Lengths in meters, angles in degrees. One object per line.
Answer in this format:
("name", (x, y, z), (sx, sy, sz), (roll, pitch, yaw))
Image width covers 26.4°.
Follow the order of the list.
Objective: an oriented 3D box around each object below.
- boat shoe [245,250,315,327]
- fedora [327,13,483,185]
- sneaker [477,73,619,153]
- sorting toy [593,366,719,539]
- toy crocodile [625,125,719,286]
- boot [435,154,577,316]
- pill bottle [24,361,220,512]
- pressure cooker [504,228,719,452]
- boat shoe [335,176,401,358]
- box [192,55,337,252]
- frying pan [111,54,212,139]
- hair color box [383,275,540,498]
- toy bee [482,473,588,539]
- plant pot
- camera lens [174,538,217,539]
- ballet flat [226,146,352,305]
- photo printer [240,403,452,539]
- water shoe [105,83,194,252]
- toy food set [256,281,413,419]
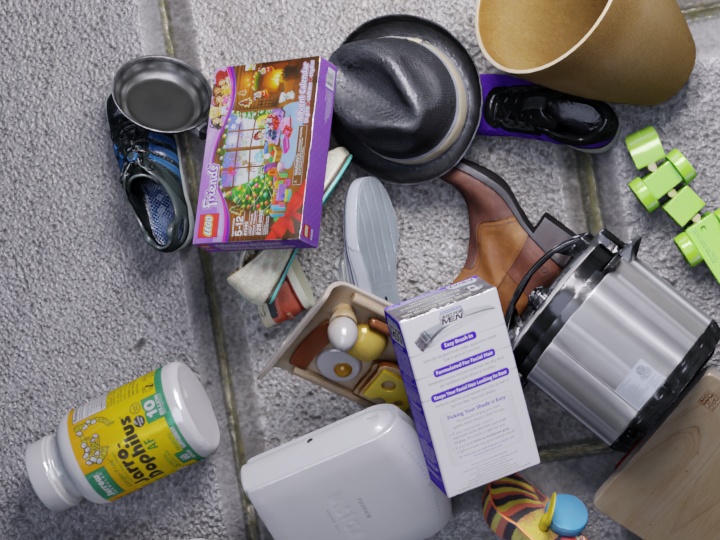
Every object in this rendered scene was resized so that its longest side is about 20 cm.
("boat shoe", (-0.119, -0.036, 1.706), (0.062, 0.071, 0.201), (-25, 91, 11))
("fedora", (0.028, -0.186, 1.638), (0.200, 0.091, 0.202), (-1, 89, 31))
("sneaker", (0.180, -0.175, 1.638), (0.199, 0.100, 0.070), (10, 90, 8))
("sorting toy", (0.382, 0.214, 1.603), (0.198, 0.070, 0.200), (33, 116, -5))
("toy crocodile", (0.348, -0.065, 1.640), (0.067, 0.062, 0.200), (-38, 90, 7))
("boot", (0.114, -0.006, 1.684), (0.188, 0.068, 0.200), (36, 103, -1))
("pill bottle", (-0.267, 0.191, 1.708), (0.199, 0.113, 0.113), (-25, 87, 8))
("pressure cooker", (0.251, 0.064, 1.588), (0.200, 0.179, 0.176), (38, 65, 9))
("boat shoe", (0.000, 0.000, 1.684), (0.067, 0.073, 0.201), (-8, 88, 44))
("box", (-0.101, -0.121, 1.617), (0.136, 0.039, 0.201), (-3, 74, 30))
("frying pan", (-0.187, -0.181, 1.713), (0.189, 0.031, 0.115), (21, 51, -2))
("hair color box", (0.105, 0.119, 1.581), (0.109, 0.065, 0.201), (-19, 107, -12))
("toy bee", (0.207, 0.291, 1.627), (0.199, 0.109, 0.132), (13, 132, 29))
("plant pot", (0.250, -0.248, 1.573), (0.186, 0.199, 0.187), (-23, 55, 38))
("camera lens", (-0.219, 0.378, 1.679), (0.199, 0.160, 0.161), (-4, 90, 9))
("ballet flat", (-0.078, -0.058, 1.644), (0.062, 0.067, 0.201), (30, 78, -6))
("photo printer", (-0.007, 0.240, 1.660), (0.199, 0.070, 0.167), (-23, 119, 8))
("water shoe", (-0.237, -0.119, 1.715), (0.071, 0.079, 0.201), (-22, 87, 8))
("toy food set", (0.010, 0.106, 1.632), (0.199, 0.061, 0.144), (26, 126, -18))
